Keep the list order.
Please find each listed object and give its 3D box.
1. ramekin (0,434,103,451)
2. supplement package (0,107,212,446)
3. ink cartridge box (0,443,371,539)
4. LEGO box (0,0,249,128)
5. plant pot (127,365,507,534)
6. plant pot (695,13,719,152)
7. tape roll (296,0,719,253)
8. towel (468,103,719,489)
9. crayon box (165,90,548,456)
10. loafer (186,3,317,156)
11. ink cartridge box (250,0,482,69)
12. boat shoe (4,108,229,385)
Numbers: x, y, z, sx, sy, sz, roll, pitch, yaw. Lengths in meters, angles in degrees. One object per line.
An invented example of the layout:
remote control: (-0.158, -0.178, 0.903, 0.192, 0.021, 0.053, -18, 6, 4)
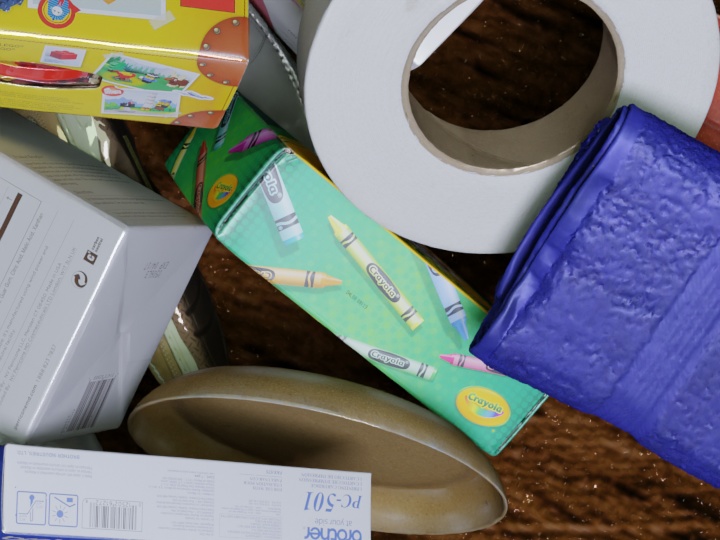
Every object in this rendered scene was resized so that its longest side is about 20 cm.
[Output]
ramekin: (-0.223, 0.143, 1.282, 0.199, 0.098, 0.202, -1, 95, -7)
supplement package: (-0.198, -0.016, 1.223, 0.199, 0.121, 0.120, 30, 100, 15)
ink cartridge box: (-0.102, 0.117, 1.211, 0.199, 0.094, 0.045, 7, 76, -31)
LEGO box: (-0.157, -0.158, 1.176, 0.198, 0.077, 0.150, 5, 67, -14)
plant pot: (-0.020, 0.090, 1.264, 0.199, 0.200, 0.028, 15, 69, -8)
plant pot: (0.196, -0.019, 1.285, 0.200, 0.201, 0.196, 23, 99, -8)
tape roll: (0.068, -0.099, 1.160, 0.201, 0.037, 0.204, -4, 127, -6)
towel: (0.169, 0.022, 1.187, 0.199, 0.050, 0.148, 29, 113, -10)
crayon box: (0.000, 0.000, 1.263, 0.200, 0.119, 0.058, 39, 94, -25)
loafer: (-0.087, -0.123, 1.293, 0.070, 0.070, 0.200, -43, 98, -2)
ink cartridge box: (-0.004, -0.157, 1.232, 0.116, 0.200, 0.068, 45, 78, -8)
boat shoe: (-0.138, -0.015, 1.303, 0.076, 0.072, 0.201, -26, 87, 8)
